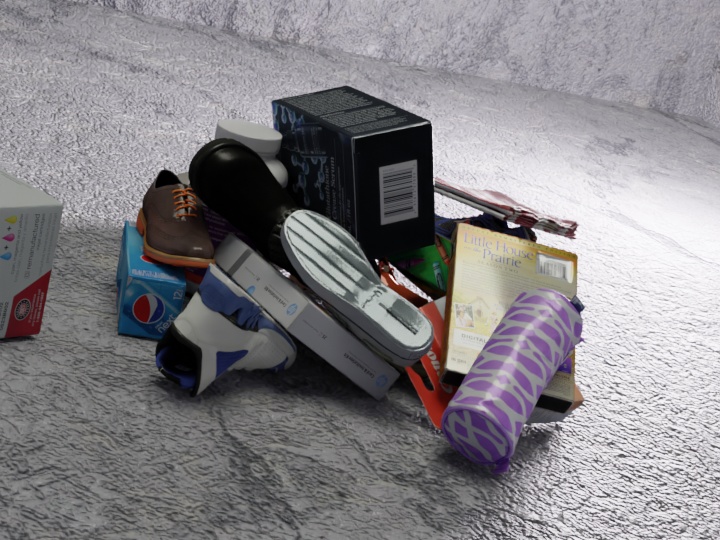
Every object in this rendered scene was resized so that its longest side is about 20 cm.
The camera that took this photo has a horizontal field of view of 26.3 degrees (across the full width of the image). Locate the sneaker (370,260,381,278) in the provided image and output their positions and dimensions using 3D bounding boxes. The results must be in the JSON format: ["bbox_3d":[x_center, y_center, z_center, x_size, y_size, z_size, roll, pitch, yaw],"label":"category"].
[{"bbox_3d":[-0.003,0.000,1.776,0.060,0.104,0.200,-9,59,-2],"label":"sneaker"}]

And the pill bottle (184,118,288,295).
[{"bbox_3d":[-0.149,-0.070,1.793,0.112,0.201,0.112,13,17,-4],"label":"pill bottle"}]

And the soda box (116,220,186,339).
[{"bbox_3d":[-0.233,0.008,1.699,0.064,0.068,0.200,9,17,-12],"label":"soda box"}]

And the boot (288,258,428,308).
[{"bbox_3d":[0.011,0.000,1.877,0.200,0.107,0.075,26,14,23],"label":"boot"}]

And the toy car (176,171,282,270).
[{"bbox_3d":[-0.156,-0.094,1.961,0.175,0.150,0.200,11,17,-15],"label":"toy car"}]

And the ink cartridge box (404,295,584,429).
[{"bbox_3d":[0.130,0.089,1.659,0.200,0.050,0.162,3,50,-43],"label":"ink cartridge box"}]

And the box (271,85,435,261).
[{"bbox_3d":[-0.010,-0.115,1.770,0.107,0.149,0.200,-14,24,-26],"label":"box"}]

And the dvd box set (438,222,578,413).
[{"bbox_3d":[0.162,0.049,1.662,0.146,0.029,0.200,14,52,-10],"label":"dvd box set"}]

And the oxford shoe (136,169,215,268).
[{"bbox_3d":[-0.202,-0.056,1.683,0.071,0.073,0.200,5,18,-26],"label":"oxford shoe"}]

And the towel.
[{"bbox_3d":[0.160,-0.080,1.821,0.144,0.023,0.200,24,7,30],"label":"towel"}]

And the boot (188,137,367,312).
[{"bbox_3d":[-0.081,-0.049,1.660,0.158,0.079,0.211,38,-4,47],"label":"boot"}]

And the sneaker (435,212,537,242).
[{"bbox_3d":[0.148,-0.038,1.896,0.200,0.079,0.075,27,-11,48],"label":"sneaker"}]

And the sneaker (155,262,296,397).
[{"bbox_3d":[-0.145,0.072,1.535,0.081,0.115,0.199,43,-4,23],"label":"sneaker"}]

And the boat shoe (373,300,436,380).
[{"bbox_3d":[0.090,0.076,1.745,0.076,0.074,0.200,24,16,28],"label":"boat shoe"}]

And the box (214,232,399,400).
[{"bbox_3d":[-0.061,0.048,1.651,0.156,0.041,0.200,40,-2,-37],"label":"box"}]

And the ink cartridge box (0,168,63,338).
[{"bbox_3d":[-0.419,-0.019,1.488,0.144,0.146,0.200,27,21,36],"label":"ink cartridge box"}]

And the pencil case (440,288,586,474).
[{"bbox_3d":[0.156,0.106,1.554,0.084,0.086,0.200,-17,27,48],"label":"pencil case"}]

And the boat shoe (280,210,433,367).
[{"bbox_3d":[-0.013,0.027,1.582,0.074,0.067,0.200,-36,76,-30],"label":"boat shoe"}]

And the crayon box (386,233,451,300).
[{"bbox_3d":[0.132,0.027,1.829,0.119,0.058,0.200,30,-7,42],"label":"crayon box"}]
